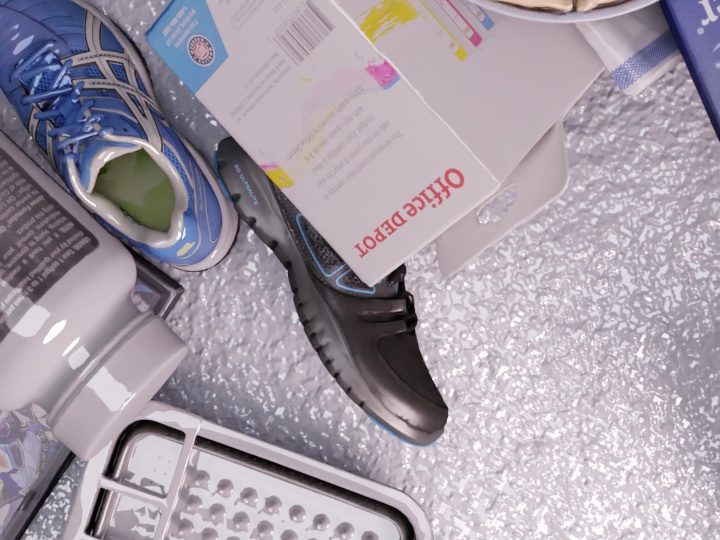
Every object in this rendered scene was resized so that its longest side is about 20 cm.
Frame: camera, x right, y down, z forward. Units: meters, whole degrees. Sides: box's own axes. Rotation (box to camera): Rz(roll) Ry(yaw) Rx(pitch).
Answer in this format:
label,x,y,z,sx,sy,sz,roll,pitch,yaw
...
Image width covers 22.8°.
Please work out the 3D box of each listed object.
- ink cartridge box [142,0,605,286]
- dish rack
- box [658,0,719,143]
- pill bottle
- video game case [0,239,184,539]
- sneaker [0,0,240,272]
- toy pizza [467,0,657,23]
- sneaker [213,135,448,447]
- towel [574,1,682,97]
label,x,y,z,sx,sy,sz,roll,pitch,yaw
ink cartridge box,0.017,-0.103,0.899,0.200,0.128,0.125,48,52,-5
dish rack,-0.069,0.176,0.995,0.198,0.044,0.174,19,94,5
box,0.213,-0.124,0.864,0.120,0.032,0.202,-24,90,4
pill bottle,-0.189,0.002,0.938,0.200,0.111,0.111,43,97,3
video game case,-0.230,0.027,1.013,0.199,0.025,0.182,35,96,4
sneaker,-0.142,-0.084,0.972,0.076,0.077,0.200,-45,86,8
toy pizza,0.094,-0.216,0.836,0.197,0.032,0.203,0,80,1
sneaker,0.000,0.000,0.962,0.081,0.073,0.201,-31,90,5
towel,0.103,-0.182,0.913,0.200,0.147,0.024,50,125,1
